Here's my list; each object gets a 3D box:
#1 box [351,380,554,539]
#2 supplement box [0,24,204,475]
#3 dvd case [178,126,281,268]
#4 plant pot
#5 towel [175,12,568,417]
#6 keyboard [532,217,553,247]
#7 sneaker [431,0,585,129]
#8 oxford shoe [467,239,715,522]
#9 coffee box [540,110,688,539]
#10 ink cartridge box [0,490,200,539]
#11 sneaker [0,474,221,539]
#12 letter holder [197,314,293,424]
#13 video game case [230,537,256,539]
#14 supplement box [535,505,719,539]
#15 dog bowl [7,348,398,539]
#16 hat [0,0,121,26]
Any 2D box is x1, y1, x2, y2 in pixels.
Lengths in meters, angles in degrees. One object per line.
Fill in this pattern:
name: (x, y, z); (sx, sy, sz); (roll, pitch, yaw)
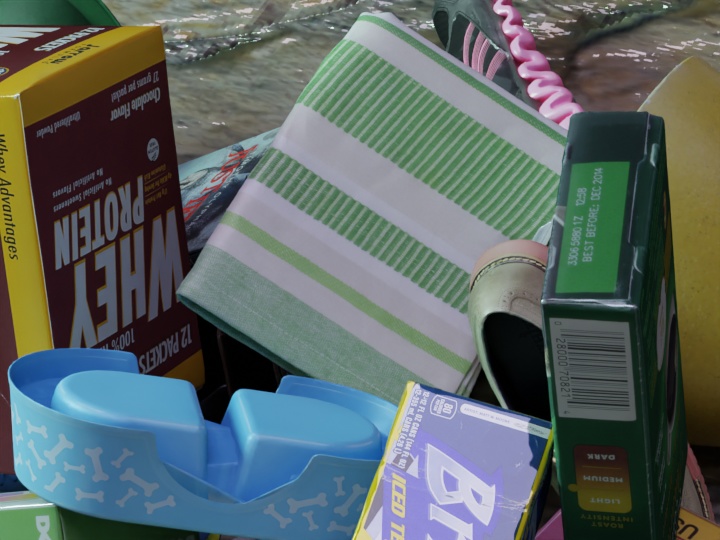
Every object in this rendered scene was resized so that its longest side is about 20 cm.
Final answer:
box: (0.021, 0.153, 1.156); (0.070, 0.064, 0.201); (16, 67, 9)
supplement box: (-0.206, -0.016, 1.424); (0.199, 0.198, 0.133); (3, 20, 28)
dvd case: (-0.089, -0.031, 1.561); (0.199, 0.022, 0.146); (-16, 24, 38)
plant pot: (0.181, 0.011, 1.445); (0.142, 0.200, 0.200); (32, 52, 12)
towel: (0.017, -0.023, 1.411); (0.152, 0.023, 0.200); (33, 63, -5)
keyboard: (0.130, -0.045, 1.458); (0.011, 0.056, 0.200); (37, 18, 10)
sneaker: (0.070, -0.099, 1.665); (0.095, 0.079, 0.200); (-26, 41, -2)
oxford shoe: (0.107, 0.084, 1.358); (0.071, 0.200, 0.074); (-30, 15, 23)
coffee box: (0.109, 0.048, 1.189); (0.044, 0.201, 0.123); (1, 43, 12)
ink cartridge box: (-0.143, 0.135, 1.331); (0.199, 0.060, 0.104); (-7, -1, 35)
sneaker: (-0.168, 0.110, 1.447); (0.199, 0.079, 0.066); (1, 43, 25)
letter holder: (0.000, 0.000, 1.502); (0.200, 0.143, 0.100); (-36, 48, -28)
video game case: (-0.025, 0.158, 1.316); (0.182, 0.023, 0.200); (-24, 14, 29)
supplement box: (0.093, 0.209, 1.258); (0.103, 0.131, 0.200); (26, 52, 32)
dog bowl: (-0.069, 0.084, 1.299); (0.199, 0.050, 0.112); (9, 15, -12)
hat: (-0.218, -0.060, 1.569); (0.165, 0.201, 0.176); (-20, 18, 23)
